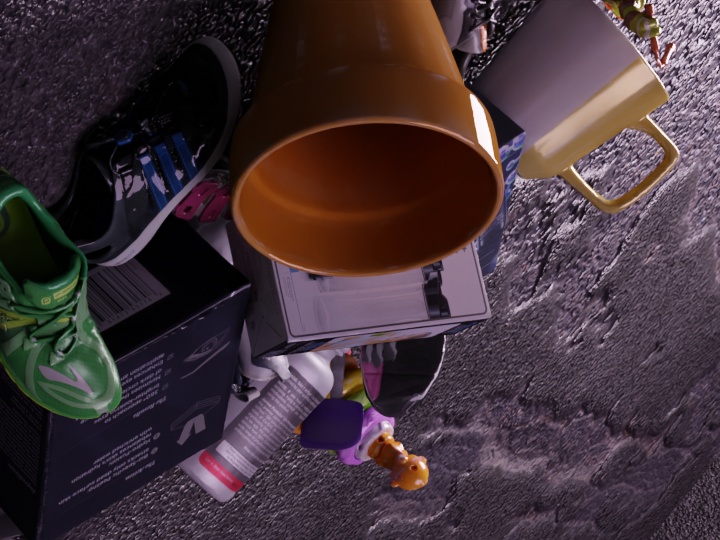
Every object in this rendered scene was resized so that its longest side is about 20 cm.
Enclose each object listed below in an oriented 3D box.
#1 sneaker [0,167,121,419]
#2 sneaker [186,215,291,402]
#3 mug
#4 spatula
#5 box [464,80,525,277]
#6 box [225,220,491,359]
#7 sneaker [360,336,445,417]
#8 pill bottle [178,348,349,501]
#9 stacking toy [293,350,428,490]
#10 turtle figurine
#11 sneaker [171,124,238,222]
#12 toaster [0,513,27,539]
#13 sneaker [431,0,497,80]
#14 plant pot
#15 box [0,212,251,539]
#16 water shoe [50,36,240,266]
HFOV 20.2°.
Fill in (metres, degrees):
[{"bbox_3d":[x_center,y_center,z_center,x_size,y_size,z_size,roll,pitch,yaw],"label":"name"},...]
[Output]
[{"bbox_3d":[-0.225,0.022,1.412,0.074,0.083,0.200,-34,112,-23],"label":"sneaker"},{"bbox_3d":[-0.097,0.030,1.694,0.079,0.130,0.199,-24,147,-46],"label":"sneaker"},{"bbox_3d":[0.190,-0.153,1.862,0.153,0.187,0.149,-41,151,3],"label":"mug"},{"bbox_3d":[-0.019,0.083,1.892,0.021,0.056,0.201,87,8,-58],"label":"spatula"},{"bbox_3d":[0.051,-0.058,1.843,0.148,0.107,0.200,-34,152,-28],"label":"box"},{"bbox_3d":[0.000,0.000,1.634,0.199,0.117,0.060,-4,167,-33],"label":"box"},{"bbox_3d":[0.042,0.063,1.930,0.086,0.080,0.200,93,5,-50],"label":"sneaker"},{"bbox_3d":[-0.095,0.102,1.829,0.200,0.111,0.111,-46,156,-4],"label":"pill bottle"},{"bbox_3d":[-0.008,0.140,1.924,0.116,0.200,0.110,-35,153,-29],"label":"stacking toy"},{"bbox_3d":[0.219,-0.280,1.795,0.064,0.200,0.161,-18,135,13],"label":"turtle figurine"},{"bbox_3d":[-0.087,-0.094,1.606,0.199,0.088,0.074,-6,161,-27],"label":"sneaker"},{"bbox_3d":[-0.324,0.310,1.678,0.180,0.200,0.119,-14,137,-40],"label":"toaster"},{"bbox_3d":[0.089,-0.233,1.680,0.074,0.079,0.201,-20,142,-44],"label":"sneaker"},{"bbox_3d":[-0.001,-0.125,1.516,0.199,0.184,0.200,-3,147,-2],"label":"plant pot"},{"bbox_3d":[-0.206,0.083,1.603,0.196,0.117,0.200,-30,149,-34],"label":"box"},{"bbox_3d":[-0.159,-0.083,1.490,0.079,0.071,0.200,1,126,-57],"label":"water shoe"}]
